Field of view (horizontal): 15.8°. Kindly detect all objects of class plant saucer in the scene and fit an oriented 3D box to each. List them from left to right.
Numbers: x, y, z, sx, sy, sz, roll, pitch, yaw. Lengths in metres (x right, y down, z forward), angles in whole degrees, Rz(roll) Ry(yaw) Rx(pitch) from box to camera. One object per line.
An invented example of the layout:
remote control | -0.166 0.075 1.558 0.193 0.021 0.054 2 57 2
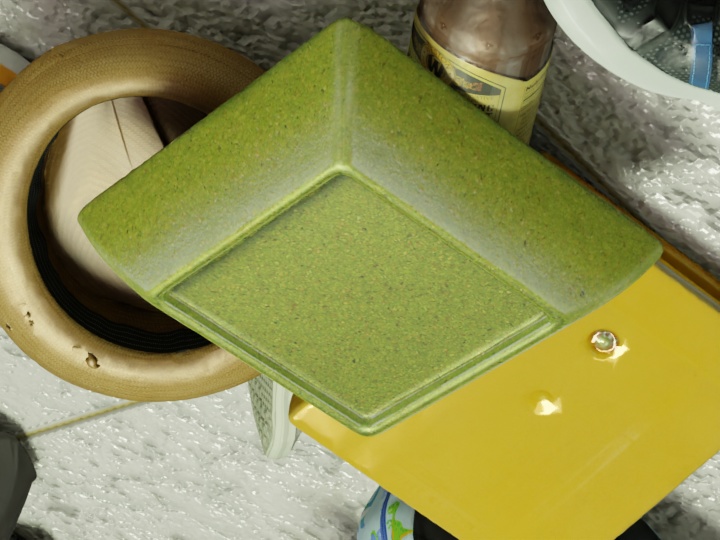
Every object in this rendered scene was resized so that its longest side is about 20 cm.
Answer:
plant saucer | 0.000 0.000 1.175 0.199 0.048 0.200 34 135 -27

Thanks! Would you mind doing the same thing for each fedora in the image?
fedora | -0.101 -0.035 1.269 0.200 0.082 0.201 -1 118 -2

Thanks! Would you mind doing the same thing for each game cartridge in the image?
game cartridge | 0.091 0.056 1.290 0.176 0.032 0.200 36 123 -16

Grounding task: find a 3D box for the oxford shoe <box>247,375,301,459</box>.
oxford shoe | -0.029 0.043 1.386 0.058 0.075 0.200 -10 152 -15

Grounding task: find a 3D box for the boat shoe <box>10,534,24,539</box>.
boat shoe | -0.214 0.257 1.783 0.063 0.074 0.202 11 141 32

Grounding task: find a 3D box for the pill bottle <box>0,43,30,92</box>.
pill bottle | -0.230 -0.016 1.296 0.116 0.200 0.117 15 146 10

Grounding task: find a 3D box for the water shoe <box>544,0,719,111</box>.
water shoe | 0.160 -0.106 1.060 0.200 0.072 0.079 26 136 -28

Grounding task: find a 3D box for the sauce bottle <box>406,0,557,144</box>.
sauce bottle | 0.052 -0.099 1.135 0.064 0.065 0.200 18 143 8

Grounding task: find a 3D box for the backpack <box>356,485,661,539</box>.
backpack | 0.090 0.180 1.424 0.200 0.163 0.154 46 149 -19

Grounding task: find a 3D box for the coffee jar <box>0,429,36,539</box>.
coffee jar | -0.310 0.137 1.646 0.199 0.105 0.085 8 147 20
